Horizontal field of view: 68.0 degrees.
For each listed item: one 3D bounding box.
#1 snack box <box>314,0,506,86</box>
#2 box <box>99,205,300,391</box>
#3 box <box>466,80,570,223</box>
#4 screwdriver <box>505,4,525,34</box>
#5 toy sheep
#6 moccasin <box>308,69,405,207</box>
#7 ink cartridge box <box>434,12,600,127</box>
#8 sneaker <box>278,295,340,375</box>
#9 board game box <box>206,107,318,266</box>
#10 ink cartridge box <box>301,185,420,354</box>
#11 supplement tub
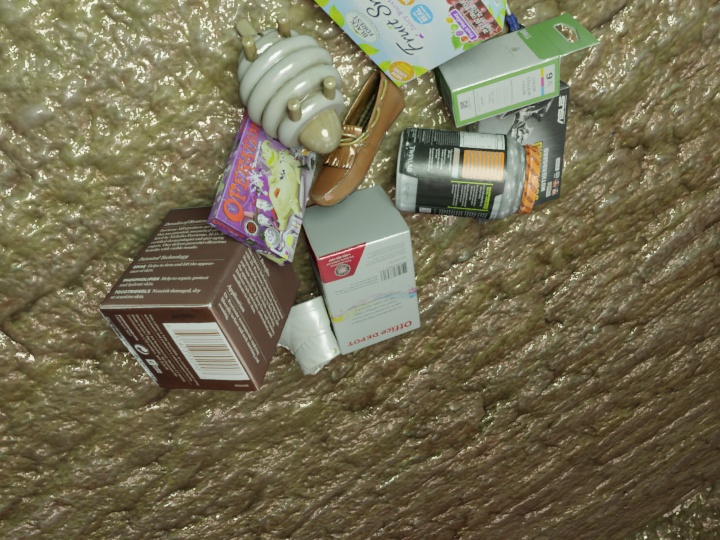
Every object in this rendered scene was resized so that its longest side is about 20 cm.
[{"bbox_3d":[0.048,-0.333,0.626,0.167,0.069,0.199,-12,144,44],"label":"snack box"},{"bbox_3d":[-0.204,0.035,0.733,0.161,0.202,0.168,-3,132,18],"label":"box"},{"bbox_3d":[0.254,-0.192,0.874,0.156,0.049,0.202,-18,129,-9],"label":"box"},{"bbox_3d":[0.198,-0.366,0.737,0.200,0.028,0.029,42,75,-41],"label":"screwdriver"},{"bbox_3d":[-0.088,-0.228,0.651,0.137,0.138,0.202,-32,86,5],"label":"toy sheep"},{"bbox_3d":[-0.011,-0.179,0.726,0.203,0.073,0.078,-56,136,-4],"label":"moccasin"},{"bbox_3d":[0.210,-0.276,0.735,0.197,0.105,0.060,-17,134,6],"label":"ink cartridge box"},{"bbox_3d":[-0.111,0.120,0.866,0.073,0.117,0.199,-23,-179,-41],"label":"sneaker"},{"bbox_3d":[-0.119,-0.122,0.701,0.119,0.203,0.032,28,149,-33],"label":"board game box"},{"bbox_3d":[0.000,0.000,0.853,0.143,0.145,0.202,-17,129,-9],"label":"ink cartridge box"},{"bbox_3d":[0.153,-0.141,0.784,0.196,0.123,0.124,6,126,6],"label":"supplement tub"}]
